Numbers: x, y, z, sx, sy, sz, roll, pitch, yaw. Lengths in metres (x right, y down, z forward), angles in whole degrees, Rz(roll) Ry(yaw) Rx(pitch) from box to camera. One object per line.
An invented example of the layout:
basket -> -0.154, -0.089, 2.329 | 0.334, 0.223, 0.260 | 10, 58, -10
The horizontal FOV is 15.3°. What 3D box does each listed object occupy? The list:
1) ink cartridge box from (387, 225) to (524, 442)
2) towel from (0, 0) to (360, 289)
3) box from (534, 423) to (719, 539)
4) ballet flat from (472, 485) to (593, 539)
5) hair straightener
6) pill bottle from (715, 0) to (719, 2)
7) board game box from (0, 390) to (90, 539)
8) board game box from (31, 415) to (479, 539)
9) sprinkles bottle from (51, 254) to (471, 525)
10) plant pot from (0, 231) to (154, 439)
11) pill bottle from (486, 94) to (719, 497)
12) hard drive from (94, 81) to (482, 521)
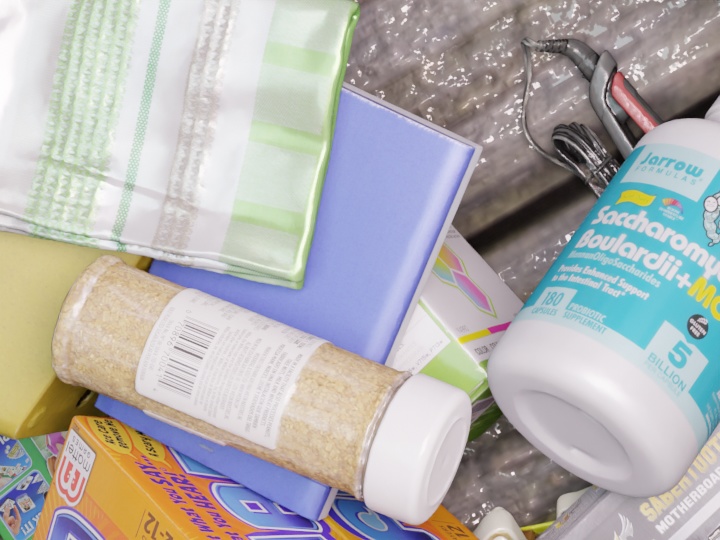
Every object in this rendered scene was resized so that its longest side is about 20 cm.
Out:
ink cartridge box -> 0.000, 0.000, 1.407 | 0.076, 0.148, 0.200 | -44, 80, 17
towel -> -0.110, -0.080, 1.308 | 0.199, 0.031, 0.150 | 12, 97, 10
box -> 0.204, 0.137, 1.357 | 0.200, 0.048, 0.158 | -44, 93, 1
ballet flat -> 0.101, 0.150, 1.423 | 0.199, 0.067, 0.067 | -16, 126, 15
hair straightener -> 0.144, -0.040, 1.410 | 0.077, 0.041, 0.200 | -42, 86, 17
pill bottle -> 0.139, -0.212, 1.325 | 0.199, 0.116, 0.116 | 22, 102, -12
board game box -> -0.129, 0.091, 1.522 | 0.200, 0.029, 0.135 | -39, 81, 17
board game box -> -0.050, 0.214, 1.366 | 0.200, 0.199, 0.201 | 38, 113, 50
sprinkles bottle -> -0.048, 0.055, 1.286 | 0.199, 0.068, 0.069 | 21, 100, 17
plant pot -> -0.186, -0.019, 1.436 | 0.176, 0.200, 0.200 | 39, 101, 12
pill bottle -> 0.156, 0.003, 1.314 | 0.110, 0.111, 0.200 | 30, 68, 14
hard drive -> -0.038, 0.004, 1.330 | 0.131, 0.025, 0.201 | 26, 100, 17
